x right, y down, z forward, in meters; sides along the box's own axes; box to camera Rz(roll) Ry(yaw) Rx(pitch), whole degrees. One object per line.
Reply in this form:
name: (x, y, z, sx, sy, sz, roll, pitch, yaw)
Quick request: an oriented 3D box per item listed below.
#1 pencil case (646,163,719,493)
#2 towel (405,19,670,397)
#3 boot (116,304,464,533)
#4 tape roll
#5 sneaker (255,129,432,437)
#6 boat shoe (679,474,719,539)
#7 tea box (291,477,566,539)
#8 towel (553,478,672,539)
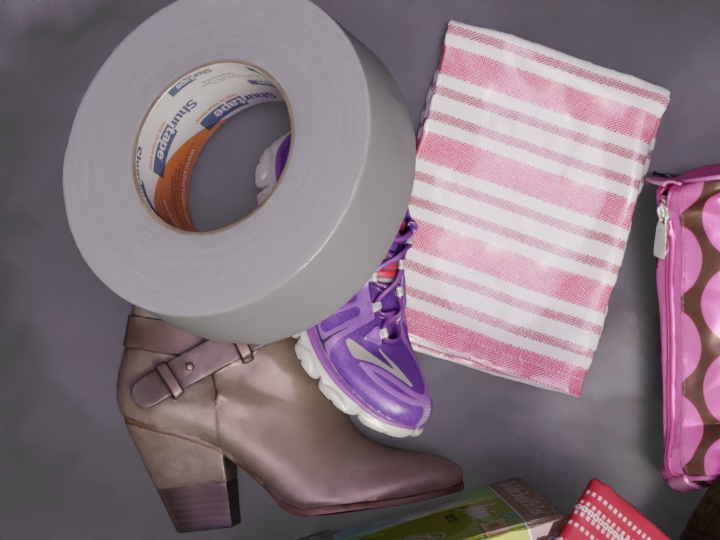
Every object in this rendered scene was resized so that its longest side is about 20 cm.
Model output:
pencil case: (0.217, 0.037, 1.590, 0.093, 0.091, 0.201, -3, 91, -34)
towel: (0.094, -0.037, 1.610, 0.146, 0.030, 0.201, 17, 90, -4)
boot: (-0.045, 0.074, 1.586, 0.199, 0.070, 0.147, -7, 89, -3)
tape roll: (-0.070, -0.061, 1.534, 0.199, 0.066, 0.201, -9, 69, 25)
sneaker: (0.000, 0.000, 1.546, 0.083, 0.080, 0.201, -29, 71, 31)
boat shoe: (0.218, 0.188, 1.539, 0.065, 0.072, 0.201, 24, 97, -21)
tea box: (0.029, 0.215, 1.525, 0.196, 0.200, 0.134, -14, 92, -4)
towel: (0.123, 0.232, 1.414, 0.145, 0.022, 0.200, 40, 69, -22)
